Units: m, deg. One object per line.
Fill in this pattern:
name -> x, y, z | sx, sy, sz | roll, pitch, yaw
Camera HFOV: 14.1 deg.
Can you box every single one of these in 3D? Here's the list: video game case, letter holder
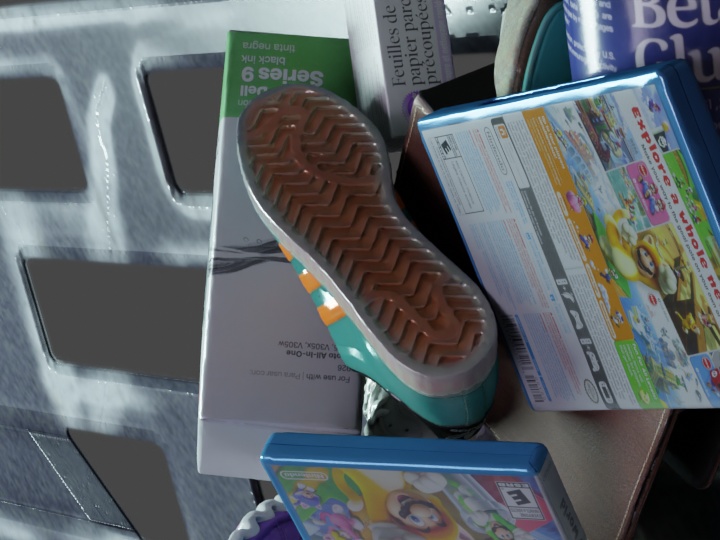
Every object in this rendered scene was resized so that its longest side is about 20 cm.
video game case -> 0.051, 0.152, 1.374 | 0.142, 0.018, 0.201 | 0, 136, 29
letter holder -> 0.108, 0.015, 1.364 | 0.200, 0.100, 0.143 | 51, 148, 28
video game case -> 0.102, -0.009, 1.221 | 0.200, 0.018, 0.144 | -6, 108, 63

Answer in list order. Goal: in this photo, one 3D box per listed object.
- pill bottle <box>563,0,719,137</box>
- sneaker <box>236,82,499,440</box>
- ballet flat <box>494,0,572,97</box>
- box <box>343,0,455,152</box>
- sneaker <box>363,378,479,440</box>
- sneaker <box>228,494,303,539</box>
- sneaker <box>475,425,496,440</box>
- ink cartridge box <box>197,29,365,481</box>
pill bottle -> 0.137, -0.135, 1.207 | 0.111, 0.111, 0.201 | 22, 127, 51
sneaker -> 0.000, 0.000, 1.363 | 0.200, 0.071, 0.080 | 57, 163, 34
ballet flat -> 0.095, -0.129, 1.302 | 0.062, 0.067, 0.201 | 26, 107, 63
box -> 0.012, -0.158, 1.414 | 0.041, 0.038, 0.201 | 153, 111, -67
sneaker -> 0.027, 0.071, 1.537 | 0.200, 0.092, 0.076 | 49, 144, 30
sneaker -> -0.004, 0.164, 1.495 | 0.088, 0.200, 0.081 | 33, 110, 27
sneaker -> 0.103, 0.099, 1.460 | 0.075, 0.081, 0.201 | -143, 58, -66
ink cartridge box -> -0.035, -0.003, 1.473 | 0.146, 0.083, 0.201 | 101, 174, -75
